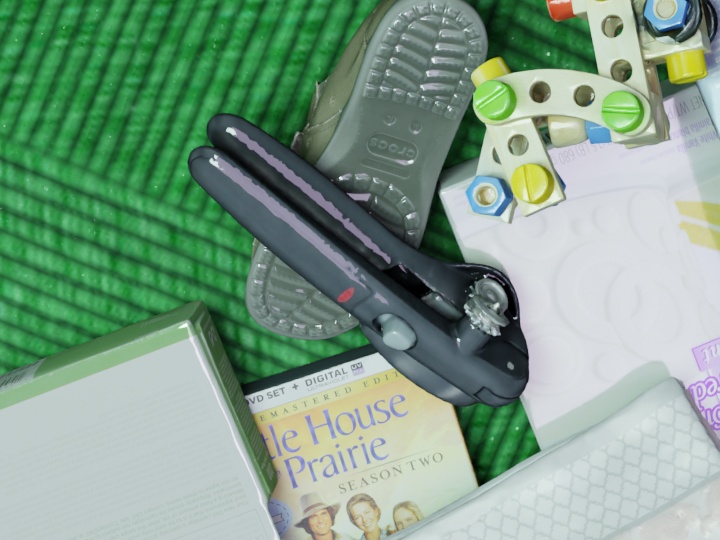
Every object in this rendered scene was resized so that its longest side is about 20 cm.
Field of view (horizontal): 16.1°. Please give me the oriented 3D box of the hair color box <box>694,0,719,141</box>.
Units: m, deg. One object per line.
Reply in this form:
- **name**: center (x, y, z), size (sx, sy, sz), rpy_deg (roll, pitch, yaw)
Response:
- **hair color box**: center (0.209, -0.064, 1.209), size (0.060, 0.099, 0.201), rpy_deg (-24, 85, 18)

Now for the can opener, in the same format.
- **can opener**: center (0.000, 0.000, 1.196), size (0.200, 0.063, 0.079), rpy_deg (38, 122, -19)

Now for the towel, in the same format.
- **towel**: center (0.111, 0.171, 1.194), size (0.200, 0.032, 0.191), rpy_deg (-30, 60, 3)

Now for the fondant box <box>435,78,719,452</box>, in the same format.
- **fondant box**: center (0.139, 0.020, 1.269), size (0.144, 0.058, 0.201), rpy_deg (-22, 101, 1)

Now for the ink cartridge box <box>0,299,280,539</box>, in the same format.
- **ink cartridge box**: center (-0.107, 0.133, 1.256), size (0.145, 0.048, 0.201), rpy_deg (-21, 101, 10)

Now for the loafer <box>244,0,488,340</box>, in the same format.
- **loafer**: center (0.004, -0.055, 1.248), size (0.075, 0.070, 0.200), rpy_deg (23, 113, -16)

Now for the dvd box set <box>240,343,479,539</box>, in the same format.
- **dvd box set**: center (-0.002, 0.144, 1.295), size (0.146, 0.029, 0.201), rpy_deg (-17, 100, 1)

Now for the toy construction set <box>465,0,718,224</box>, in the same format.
- **toy construction set**: center (0.089, -0.128, 1.153), size (0.131, 0.092, 0.201), rpy_deg (-12, 98, 18)
